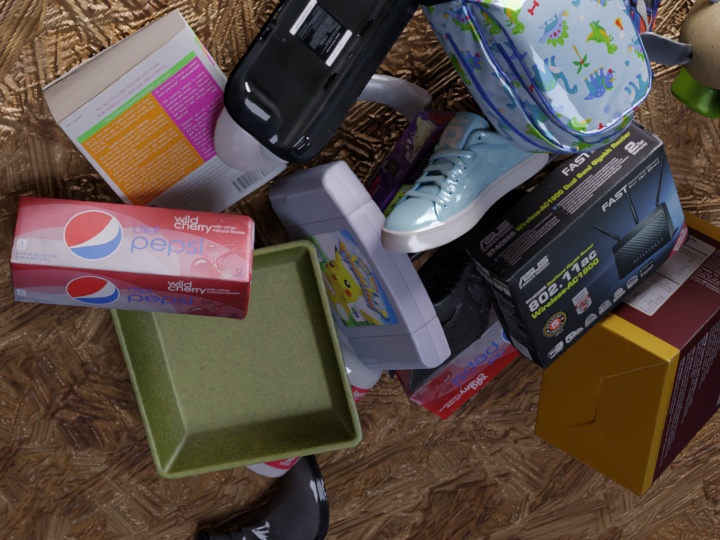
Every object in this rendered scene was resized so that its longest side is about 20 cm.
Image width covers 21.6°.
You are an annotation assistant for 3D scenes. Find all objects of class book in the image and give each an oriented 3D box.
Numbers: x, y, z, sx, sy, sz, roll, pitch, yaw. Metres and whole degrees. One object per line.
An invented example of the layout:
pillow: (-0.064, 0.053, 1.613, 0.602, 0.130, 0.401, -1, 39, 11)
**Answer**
book: (-0.160, -0.115, 1.594, 0.133, 0.048, 0.200, -33, 140, 2)

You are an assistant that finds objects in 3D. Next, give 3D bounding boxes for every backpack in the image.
backpack: (0.150, -0.190, 1.559, 0.163, 0.153, 0.201, -35, 120, -29)

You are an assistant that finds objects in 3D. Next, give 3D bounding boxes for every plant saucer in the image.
plant saucer: (-0.111, 0.076, 1.722, 0.199, 0.048, 0.201, -11, 106, 11)

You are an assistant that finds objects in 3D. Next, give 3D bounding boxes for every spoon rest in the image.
spoon rest: (-0.038, -0.135, 1.621, 0.199, 0.061, 0.100, -11, 134, -29)

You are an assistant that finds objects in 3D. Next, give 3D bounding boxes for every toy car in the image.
toy car: (0.320, -0.212, 1.669, 0.199, 0.158, 0.165, 14, 114, -43)

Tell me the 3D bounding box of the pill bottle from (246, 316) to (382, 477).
pill bottle: (-0.049, 0.094, 1.805, 0.200, 0.111, 0.111, -46, 135, 17)

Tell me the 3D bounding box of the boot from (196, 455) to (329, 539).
boot: (-0.105, 0.271, 1.980, 0.131, 0.070, 0.201, -7, 129, -16)

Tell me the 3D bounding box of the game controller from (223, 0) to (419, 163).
game controller: (-0.028, -0.189, 1.548, 0.104, 0.042, 0.200, 37, 82, -24)

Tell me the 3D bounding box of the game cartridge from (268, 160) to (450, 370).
game cartridge: (0.000, 0.000, 1.663, 0.040, 0.133, 0.201, -36, 102, -28)

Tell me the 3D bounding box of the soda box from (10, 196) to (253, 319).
soda box: (-0.191, -0.010, 1.593, 0.199, 0.070, 0.064, 4, 147, -4)

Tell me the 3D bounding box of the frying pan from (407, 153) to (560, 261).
frying pan: (0.093, -0.055, 1.667, 0.190, 0.031, 0.115, -40, 177, 23)

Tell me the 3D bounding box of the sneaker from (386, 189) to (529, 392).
sneaker: (0.098, 0.018, 1.765, 0.200, 0.060, 0.104, -43, 146, -23)

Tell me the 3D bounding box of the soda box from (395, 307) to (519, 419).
soda box: (0.126, 0.057, 1.900, 0.200, 0.064, 0.070, -42, 138, 14)

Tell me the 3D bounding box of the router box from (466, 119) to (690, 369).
router box: (0.204, -0.026, 1.734, 0.200, 0.062, 0.150, -41, 141, -10)

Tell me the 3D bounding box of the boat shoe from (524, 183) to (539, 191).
boat shoe: (0.206, -0.048, 1.828, 0.199, 0.063, 0.073, -20, 148, -18)

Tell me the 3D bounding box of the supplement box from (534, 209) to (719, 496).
supplement box: (0.292, 0.075, 1.898, 0.200, 0.132, 0.198, -40, 148, -36)

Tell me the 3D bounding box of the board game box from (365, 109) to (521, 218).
board game box: (0.088, -0.090, 1.722, 0.200, 0.032, 0.120, -1, 137, -53)

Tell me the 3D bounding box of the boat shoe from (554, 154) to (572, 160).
boat shoe: (0.135, -0.188, 1.673, 0.072, 0.065, 0.200, -31, 120, 11)

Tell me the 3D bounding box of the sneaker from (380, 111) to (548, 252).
sneaker: (0.080, -0.090, 1.606, 0.200, 0.074, 0.082, -40, 122, -37)

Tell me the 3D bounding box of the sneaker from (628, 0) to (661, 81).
sneaker: (0.242, -0.237, 1.677, 0.078, 0.075, 0.200, -28, 140, -7)
